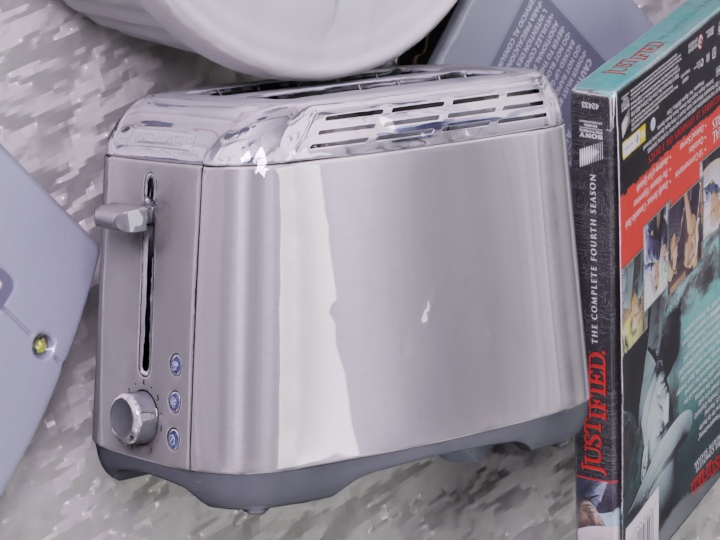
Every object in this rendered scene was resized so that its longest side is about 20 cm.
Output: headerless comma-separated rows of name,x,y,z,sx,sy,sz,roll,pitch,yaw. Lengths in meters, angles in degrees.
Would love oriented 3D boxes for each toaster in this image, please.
toaster,0.000,0.000,0.907,0.199,0.113,0.130,-9,101,-35

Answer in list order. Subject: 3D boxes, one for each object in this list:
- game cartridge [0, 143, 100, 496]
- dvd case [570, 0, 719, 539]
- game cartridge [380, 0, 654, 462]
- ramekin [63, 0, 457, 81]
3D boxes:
game cartridge,-0.168,0.042,0.843,0.133,0.041,0.200,46,63,-32
dvd case,0.115,0.007,1.019,0.146,0.022,0.201,-39,130,-56
game cartridge,0.051,-0.034,1.046,0.133,0.040,0.201,42,66,-34
ramekin,-0.045,-0.164,0.902,0.202,0.094,0.203,-4,96,-43
